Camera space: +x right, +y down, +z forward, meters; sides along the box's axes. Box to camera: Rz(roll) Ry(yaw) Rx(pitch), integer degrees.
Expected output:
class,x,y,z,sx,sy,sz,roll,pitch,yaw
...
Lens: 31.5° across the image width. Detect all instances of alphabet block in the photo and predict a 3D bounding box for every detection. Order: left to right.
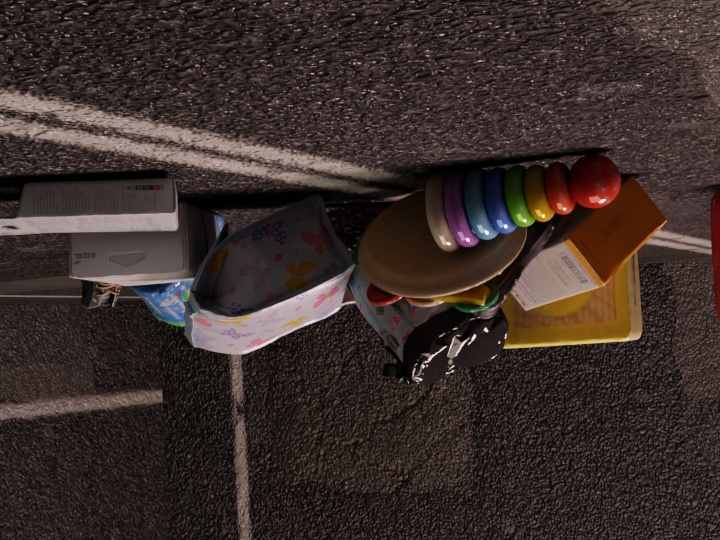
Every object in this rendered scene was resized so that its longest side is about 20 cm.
class,x,y,z,sx,sy,sz,roll,pitch,yaw
alphabet block,0.288,0.006,1.781,0.193,0.199,0.200,-6,176,17

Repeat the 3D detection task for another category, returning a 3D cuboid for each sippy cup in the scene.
class,x,y,z,sx,sy,sz,roll,pitch,yaw
sippy cup,-0.272,0.002,1.831,0.177,0.141,0.130,-29,163,6

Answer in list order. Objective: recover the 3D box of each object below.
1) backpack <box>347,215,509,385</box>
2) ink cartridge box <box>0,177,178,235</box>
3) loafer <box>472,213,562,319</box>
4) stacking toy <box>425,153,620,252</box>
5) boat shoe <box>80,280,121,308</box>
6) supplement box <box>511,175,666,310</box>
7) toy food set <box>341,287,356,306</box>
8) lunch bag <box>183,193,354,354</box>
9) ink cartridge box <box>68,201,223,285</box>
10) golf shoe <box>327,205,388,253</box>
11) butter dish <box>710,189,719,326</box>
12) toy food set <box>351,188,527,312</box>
class,x,y,z,sx,sy,sz,roll,pitch,yaw
backpack,0.073,0.025,1.531,0.166,0.200,0.127,-11,141,-36
ink cartridge box,-0.288,-0.065,1.319,0.198,0.044,0.196,-1,178,-8
loafer,0.173,-0.034,1.473,0.070,0.201,0.068,36,156,8
stacking toy,0.171,-0.075,1.318,0.198,0.086,0.085,-9,175,23
boat shoe,-0.413,0.014,2.095,0.070,0.092,0.200,-2,176,-27
supplement box,0.265,-0.029,1.561,0.126,0.074,0.200,-42,-174,-21
toy food set,0.000,0.000,1.752,0.199,0.144,0.060,-1,144,-40
lunch bag,-0.121,0.014,1.519,0.199,0.128,0.170,-27,165,-14
ink cartridge box,-0.256,-0.030,1.562,0.143,0.085,0.200,-3,177,7
golf shoe,0.030,-0.048,1.656,0.198,0.073,0.092,-3,179,-8
butter dish,0.569,-0.029,1.703,0.197,0.202,0.148,-4,-168,14
toy food set,0.087,-0.027,1.422,0.198,0.049,0.198,7,-138,28
